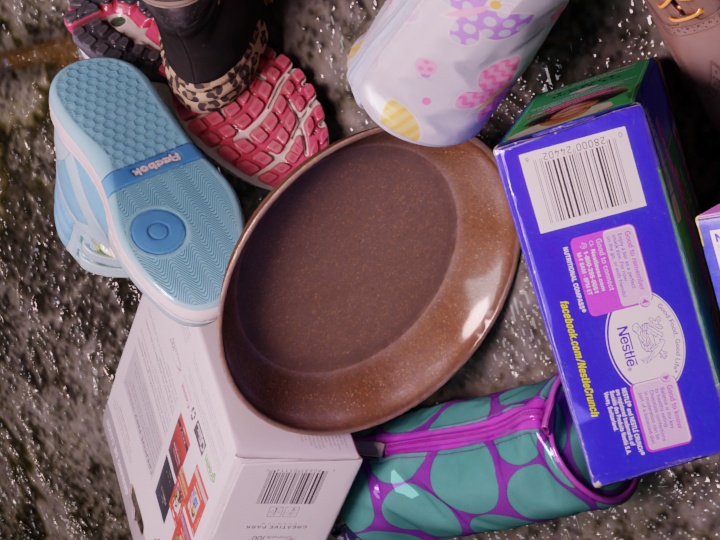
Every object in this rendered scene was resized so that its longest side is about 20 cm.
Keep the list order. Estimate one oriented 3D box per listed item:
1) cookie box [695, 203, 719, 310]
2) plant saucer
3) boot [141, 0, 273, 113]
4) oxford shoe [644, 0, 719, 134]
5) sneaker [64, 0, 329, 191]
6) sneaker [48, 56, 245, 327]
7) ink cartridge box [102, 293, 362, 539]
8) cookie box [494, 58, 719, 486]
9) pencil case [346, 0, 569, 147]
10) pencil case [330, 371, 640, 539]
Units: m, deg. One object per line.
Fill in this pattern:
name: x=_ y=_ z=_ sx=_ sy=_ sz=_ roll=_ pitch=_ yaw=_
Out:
cookie box: x=0.251 y=0.041 z=1.038 sx=0.075 sy=0.171 sz=0.200 roll=-9 pitch=101 yaw=40
plant saucer: x=0.000 y=0.000 z=1.241 sx=0.037 sy=0.200 sz=0.201 roll=43 pitch=134 yaw=47
boot: x=-0.088 y=-0.205 z=1.289 sx=0.073 sy=0.200 sz=0.151 roll=2 pitch=152 yaw=7
oxford shoe: x=0.160 y=-0.148 z=1.108 sx=0.071 sy=0.073 sz=0.200 roll=-21 pitch=93 yaw=45
sneaker: x=-0.096 y=-0.110 z=1.366 sx=0.200 sy=0.081 sz=0.075 roll=38 pitch=158 yaw=25
sneaker: x=-0.127 y=-0.020 z=1.309 sx=0.131 sy=0.079 sz=0.200 roll=100 pitch=149 yaw=-50
ink cartridge box: x=-0.088 y=0.105 z=1.375 sx=0.200 sy=0.084 sz=0.176 roll=-111 pitch=34 yaw=-43
cookie box: x=0.133 y=-0.007 z=1.091 sx=0.075 sy=0.200 sz=0.171 roll=-15 pitch=99 yaw=12
pencil case: x=0.064 y=-0.147 z=1.098 sx=0.083 sy=0.091 sz=0.200 roll=58 pitch=145 yaw=19
pencil case: x=0.068 y=0.112 z=1.291 sx=0.200 sy=0.092 sz=0.085 roll=-17 pitch=53 yaw=44
